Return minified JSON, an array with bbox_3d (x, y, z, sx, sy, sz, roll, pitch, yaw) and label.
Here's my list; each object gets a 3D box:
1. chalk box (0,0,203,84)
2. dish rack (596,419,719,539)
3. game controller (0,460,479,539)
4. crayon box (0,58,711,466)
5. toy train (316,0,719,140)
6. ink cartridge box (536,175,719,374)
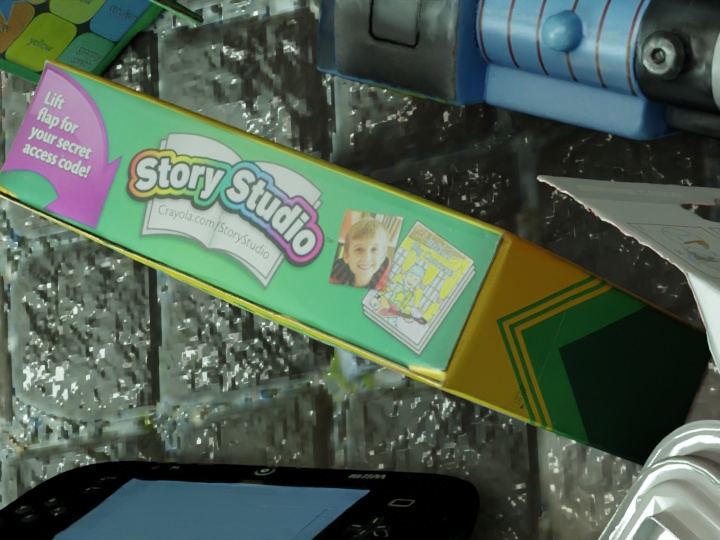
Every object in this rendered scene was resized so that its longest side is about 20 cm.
[{"bbox_3d":[-0.142,-0.161,1.027,0.124,0.125,0.200,-47,58,13],"label":"chalk box"},{"bbox_3d":[0.112,0.170,0.813,0.172,0.043,0.200,43,118,30],"label":"dish rack"},{"bbox_3d":[-0.056,0.100,0.929,0.199,0.104,0.042,0,118,30],"label":"game controller"},{"bbox_3d":[0.000,0.000,0.874,0.200,0.172,0.058,22,90,33],"label":"crayon box"},{"bbox_3d":[0.084,-0.090,0.871,0.200,0.114,0.087,17,111,34],"label":"toy train"},{"bbox_3d":[0.163,0.034,0.735,0.200,0.161,0.050,34,113,44],"label":"ink cartridge box"}]
